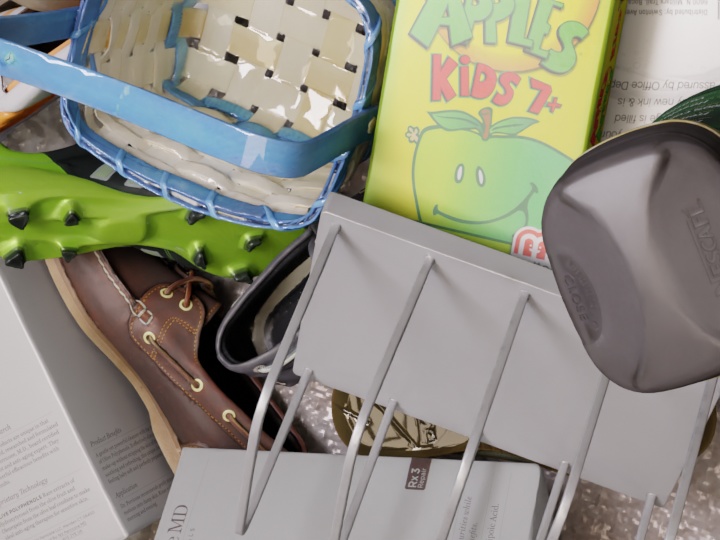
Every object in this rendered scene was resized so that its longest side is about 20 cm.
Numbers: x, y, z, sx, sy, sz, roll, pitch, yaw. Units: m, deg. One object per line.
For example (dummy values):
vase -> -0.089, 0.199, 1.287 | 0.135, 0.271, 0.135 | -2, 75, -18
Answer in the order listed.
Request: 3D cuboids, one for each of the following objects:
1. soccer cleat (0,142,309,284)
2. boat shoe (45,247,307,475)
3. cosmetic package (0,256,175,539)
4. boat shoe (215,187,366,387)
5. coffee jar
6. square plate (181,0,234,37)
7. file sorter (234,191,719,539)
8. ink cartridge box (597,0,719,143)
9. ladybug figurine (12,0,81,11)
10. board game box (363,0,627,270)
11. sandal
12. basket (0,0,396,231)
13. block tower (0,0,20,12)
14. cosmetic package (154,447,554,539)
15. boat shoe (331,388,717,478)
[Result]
soccer cleat -> -0.108, -0.040, 1.104 | 0.199, 0.081, 0.068 | 4, 132, -19
boat shoe -> -0.099, 0.036, 1.143 | 0.070, 0.070, 0.201 | -31, 96, 31
cosmetic package -> -0.176, 0.059, 1.158 | 0.085, 0.107, 0.201 | -28, 87, 26
boat shoe -> 0.000, 0.000, 1.060 | 0.200, 0.062, 0.073 | -39, 66, 37
coffee jar -> 0.143, -0.017, 0.869 | 0.085, 0.200, 0.105 | -21, 92, 24
square plate -> -0.074, -0.260, 1.101 | 0.198, 0.028, 0.201 | -36, 85, 24
file sorter -> 0.051, 0.081, 0.960 | 0.199, 0.125, 0.139 | 20, 144, 5
ink cartridge box -> 0.167, -0.097, 1.001 | 0.145, 0.084, 0.202 | 3, 102, 22
ladybug figurine -> -0.173, -0.234, 1.060 | 0.072, 0.135, 0.202 | 6, 101, 31
board game box -> 0.066, -0.098, 0.965 | 0.101, 0.048, 0.202 | 13, 105, 14
sandal -> -0.207, -0.101, 1.130 | 0.206, 0.079, 0.059 | -28, 97, 44
basket -> -0.069, -0.094, 1.006 | 0.175, 0.200, 0.140 | 23, 106, 18
block tower -> -0.255, -0.138, 1.183 | 0.199, 0.054, 0.058 | -29, 88, 25
cosmetic package -> -0.005, 0.160, 1.064 | 0.198, 0.113, 0.081 | 1, 139, 14
boat shoe -> 0.087, 0.069, 1.086 | 0.199, 0.063, 0.074 | -4, 94, 16
